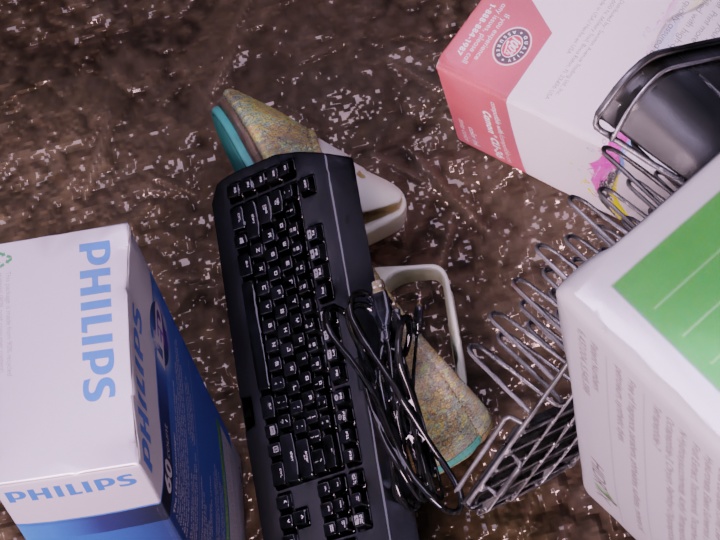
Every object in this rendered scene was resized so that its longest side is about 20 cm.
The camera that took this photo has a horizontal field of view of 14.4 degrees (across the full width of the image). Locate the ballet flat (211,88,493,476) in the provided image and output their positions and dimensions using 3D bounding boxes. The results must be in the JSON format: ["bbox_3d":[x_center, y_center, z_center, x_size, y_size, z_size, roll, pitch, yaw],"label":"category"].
[{"bbox_3d":[0.000,0.000,1.216,0.070,0.071,0.201,-24,65,-2],"label":"ballet flat"}]

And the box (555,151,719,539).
[{"bbox_3d":[0.199,0.038,1.018,0.199,0.200,0.171,-40,67,-10],"label":"box"}]

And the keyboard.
[{"bbox_3d":[-0.018,0.046,1.153,0.104,0.040,0.201,-20,75,36],"label":"keyboard"}]

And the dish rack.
[{"bbox_3d":[0.102,0.004,1.105,0.055,0.153,0.201,41,115,18],"label":"dish rack"}]

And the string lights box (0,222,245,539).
[{"bbox_3d":[-0.090,0.078,1.111,0.059,0.200,0.103,-9,59,7],"label":"string lights box"}]

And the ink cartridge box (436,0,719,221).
[{"bbox_3d":[0.148,-0.075,1.225,0.199,0.068,0.117,28,71,25],"label":"ink cartridge box"}]
